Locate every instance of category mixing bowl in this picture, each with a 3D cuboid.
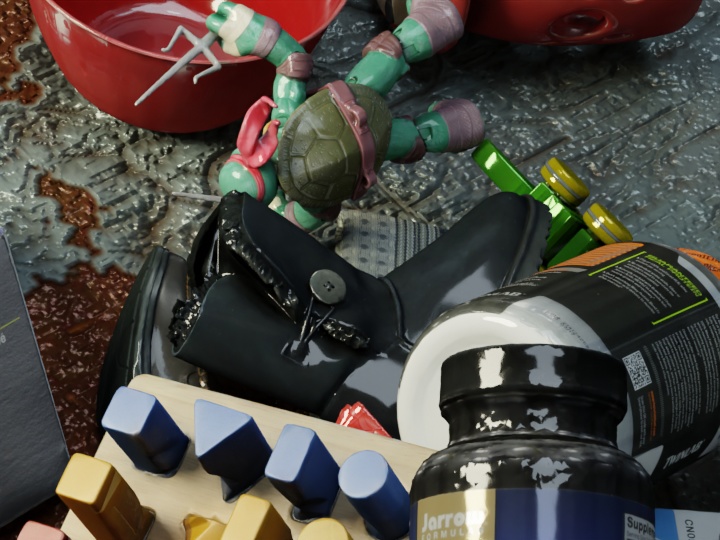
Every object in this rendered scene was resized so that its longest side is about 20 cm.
[{"bbox_3d":[-0.109,-0.154,1.667,0.199,0.109,0.201,6,48,-7],"label":"mixing bowl"}]

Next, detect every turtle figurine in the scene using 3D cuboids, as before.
[{"bbox_3d":[-0.025,-0.076,1.562,0.199,0.150,0.101,-25,41,-30],"label":"turtle figurine"}]

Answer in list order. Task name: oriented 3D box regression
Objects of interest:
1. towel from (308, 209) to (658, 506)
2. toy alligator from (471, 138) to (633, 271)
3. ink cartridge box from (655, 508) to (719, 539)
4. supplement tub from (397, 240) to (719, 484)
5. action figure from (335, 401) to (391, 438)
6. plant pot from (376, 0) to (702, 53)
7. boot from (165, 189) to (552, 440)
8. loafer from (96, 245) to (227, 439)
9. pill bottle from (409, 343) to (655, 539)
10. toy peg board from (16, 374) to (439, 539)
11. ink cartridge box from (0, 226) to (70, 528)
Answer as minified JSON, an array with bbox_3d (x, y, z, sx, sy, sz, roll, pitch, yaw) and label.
[{"bbox_3d":[0.070,0.058,1.575,0.191,0.035,0.201,12,44,-6],"label":"towel"},{"bbox_3d":[0.131,0.001,1.591,0.200,0.059,0.054,50,12,28],"label":"toy alligator"},{"bbox_3d":[0.209,0.203,1.432,0.199,0.084,0.146,5,46,-9],"label":"ink cartridge box"},{"bbox_3d":[0.118,0.055,1.433,0.122,0.123,0.200,39,31,22],"label":"supplement tub"},{"bbox_3d":[-0.045,0.168,1.400,0.200,0.065,0.099,-42,90,-8],"label":"action figure"},{"bbox_3d":[0.098,-0.234,1.731,0.181,0.201,0.201,-7,50,-15],"label":"plant pot"},{"bbox_3d":[0.000,0.000,1.503,0.168,0.076,0.201,31,54,-8],"label":"boot"},{"bbox_3d":[-0.098,0.078,1.490,0.072,0.073,0.201,13,55,-15],"label":"loafer"},{"bbox_3d":[0.076,0.139,1.261,0.111,0.112,0.201,4,74,-10],"label":"pill bottle"},{"bbox_3d":[-0.072,0.140,1.315,0.199,0.098,0.200,13,66,26],"label":"toy peg board"},{"bbox_3d":[-0.246,0.059,1.387,0.197,0.201,0.047,-31,29,-34],"label":"ink cartridge box"}]
